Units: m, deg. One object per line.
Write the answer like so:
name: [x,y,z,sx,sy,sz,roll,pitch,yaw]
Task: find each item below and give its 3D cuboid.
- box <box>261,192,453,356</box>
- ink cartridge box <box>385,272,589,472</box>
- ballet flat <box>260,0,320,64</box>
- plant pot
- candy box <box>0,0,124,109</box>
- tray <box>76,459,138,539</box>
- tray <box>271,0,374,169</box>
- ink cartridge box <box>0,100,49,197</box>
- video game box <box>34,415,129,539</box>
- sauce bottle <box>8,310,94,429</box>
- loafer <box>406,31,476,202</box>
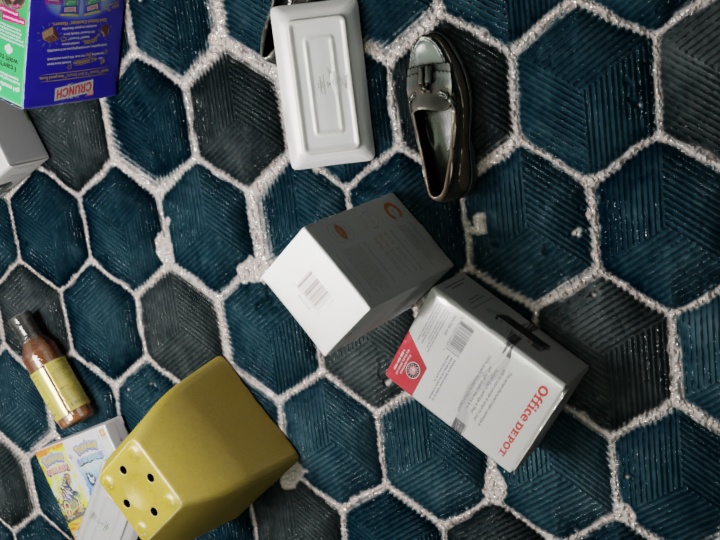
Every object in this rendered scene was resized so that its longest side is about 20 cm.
box: [0.000,0.000,1.344,0.124,0.200,0.097,51,125,11]
ink cartridge box: [0.152,0.122,1.354,0.200,0.084,0.144,38,121,19]
ballet flat: [-0.080,-0.349,1.377,0.066,0.057,0.200,23,116,25]
plant pot: [-0.251,0.278,1.601,0.196,0.200,0.194,50,125,9]
candy box: [-0.412,-0.334,1.533,0.077,0.169,0.200,25,117,29]
tray: [-0.405,0.407,1.800,0.107,0.022,0.200,36,123,18]
tray: [-0.045,-0.228,1.377,0.107,0.022,0.201,-8,103,-2]
ink cartridge box: [-0.603,-0.190,1.758,0.200,0.084,0.146,-28,89,36]
video game box: [-0.429,0.350,1.837,0.200,0.047,0.183,-24,89,36]
sauce bottle: [-0.505,0.159,1.817,0.066,0.066,0.200,-32,84,36]
loafer: [0.092,-0.179,1.311,0.072,0.063,0.200,-5,102,34]
